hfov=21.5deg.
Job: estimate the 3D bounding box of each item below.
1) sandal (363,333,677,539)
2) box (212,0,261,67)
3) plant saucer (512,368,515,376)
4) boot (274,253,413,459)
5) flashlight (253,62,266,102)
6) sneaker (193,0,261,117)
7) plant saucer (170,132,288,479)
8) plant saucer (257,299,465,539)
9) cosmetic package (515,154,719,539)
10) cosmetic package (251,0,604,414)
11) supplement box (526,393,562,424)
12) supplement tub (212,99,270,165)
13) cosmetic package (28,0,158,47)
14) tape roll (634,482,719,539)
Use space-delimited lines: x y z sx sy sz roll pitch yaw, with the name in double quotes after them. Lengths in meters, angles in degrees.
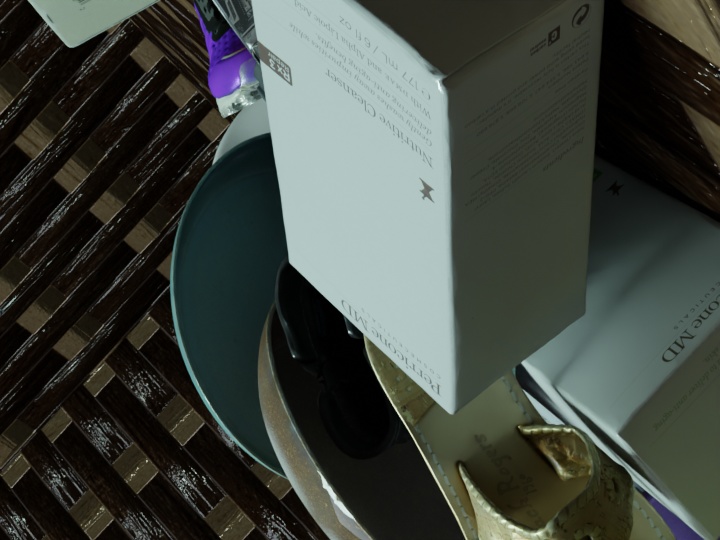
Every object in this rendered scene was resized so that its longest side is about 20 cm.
0.071 0.093 0.798 0.212 0.077 0.070 53 -179 1 "sandal"
-0.066 -0.168 0.939 0.201 0.050 0.158 56 -178 18 "box"
0.047 -0.026 0.853 0.070 0.019 0.202 -140 44 -61 "plant saucer"
0.000 0.000 0.955 0.131 0.070 0.201 12 -136 -58 "boot"
-0.068 -0.156 1.076 0.067 0.068 0.201 3 -135 -51 "flashlight"
-0.077 -0.163 1.180 0.100 0.069 0.200 61 -174 -17 "sneaker"
-0.026 0.023 1.039 0.200 0.201 0.027 44 143 -21 "plant saucer"
0.014 0.097 0.960 0.200 0.032 0.201 43 -158 -22 "plant saucer"
0.125 0.025 0.875 0.085 0.108 0.200 46 176 -28 "cosmetic package"
0.026 -0.051 0.724 0.113 0.081 0.201 41 154 31 "cosmetic package"
0.136 0.041 1.082 0.101 0.103 0.200 44 179 0 "supplement box"
0.003 -0.041 1.377 0.200 0.145 0.145 45 177 -34 "supplement tub"
-0.174 -0.231 1.018 0.201 0.073 0.104 66 -174 30 "cosmetic package"
0.164 0.133 1.003 0.066 0.200 0.200 42 178 1 "tape roll"
